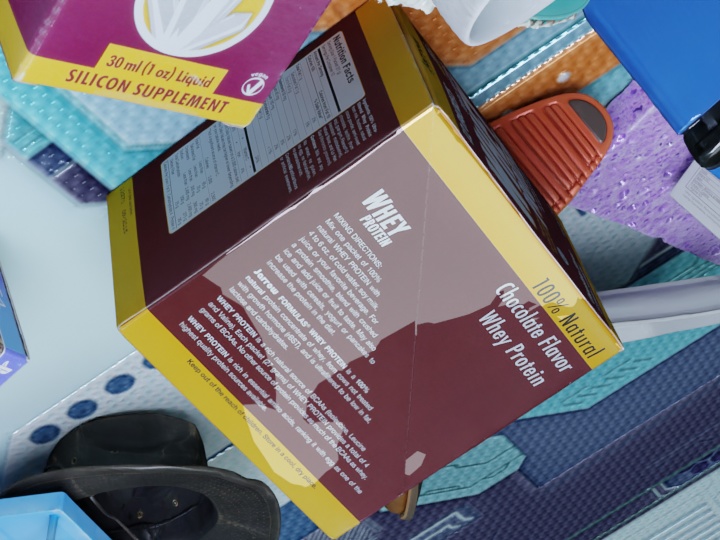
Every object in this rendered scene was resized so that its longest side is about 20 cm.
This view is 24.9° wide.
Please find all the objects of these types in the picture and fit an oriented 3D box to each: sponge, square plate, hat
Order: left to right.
[{"bbox_3d":[-0.150,0.144,1.083,0.198,0.082,0.202,-2,143,-2],"label":"hat"},{"bbox_3d":[0.169,0.035,1.128,0.196,0.029,0.200,-7,172,-22],"label":"square plate"},{"bbox_3d":[0.223,-0.069,1.097,0.199,0.030,0.112,16,127,-45],"label":"sponge"}]

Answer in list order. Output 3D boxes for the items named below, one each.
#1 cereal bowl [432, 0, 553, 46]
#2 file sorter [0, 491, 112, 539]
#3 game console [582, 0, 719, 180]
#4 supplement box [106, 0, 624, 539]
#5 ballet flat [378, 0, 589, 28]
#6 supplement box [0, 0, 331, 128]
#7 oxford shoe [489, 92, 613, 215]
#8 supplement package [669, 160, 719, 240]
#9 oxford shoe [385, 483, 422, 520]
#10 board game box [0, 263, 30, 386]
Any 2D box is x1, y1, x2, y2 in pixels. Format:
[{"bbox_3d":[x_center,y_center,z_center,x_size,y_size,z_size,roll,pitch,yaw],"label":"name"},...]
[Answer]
[{"bbox_3d":[0.097,-0.194,0.717,0.199,0.084,0.200,-39,177,-2],"label":"cereal bowl"},{"bbox_3d":[-0.253,0.234,1.029,0.198,0.124,0.139,-9,145,16],"label":"file sorter"},{"bbox_3d":[0.259,-0.148,0.920,0.200,0.119,0.170,-42,133,22],"label":"game console"},{"bbox_3d":[0.000,0.000,0.897,0.199,0.133,0.197,-34,123,12],"label":"supplement box"},{"bbox_3d":[0.042,-0.165,0.825,0.199,0.072,0.072,0,139,-49],"label":"ballet flat"},{"bbox_3d":[-0.067,-0.175,0.708,0.130,0.104,0.201,8,132,-38],"label":"supplement box"},{"bbox_3d":[0.077,-0.039,1.027,0.199,0.071,0.072,-38,171,13],"label":"oxford shoe"},{"bbox_3d":[0.337,-0.067,1.033,0.151,0.151,0.201,20,111,-46],"label":"supplement package"},{"bbox_3d":[0.016,0.119,1.190,0.070,0.072,0.201,3,144,6],"label":"oxford shoe"},{"bbox_3d":[-0.300,0.028,0.821,0.159,0.097,0.199,-40,143,18],"label":"board game box"}]
